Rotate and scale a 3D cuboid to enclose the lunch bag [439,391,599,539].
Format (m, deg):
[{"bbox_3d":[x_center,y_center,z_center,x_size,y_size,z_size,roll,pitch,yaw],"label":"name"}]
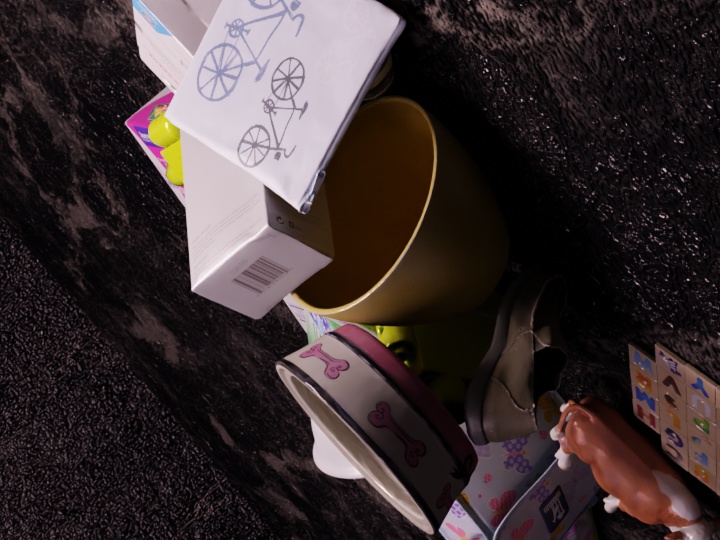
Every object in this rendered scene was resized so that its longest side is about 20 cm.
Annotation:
[{"bbox_3d":[0.148,0.201,1.814,0.201,0.169,0.127,52,159,-11],"label":"lunch bag"}]

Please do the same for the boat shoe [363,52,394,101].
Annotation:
[{"bbox_3d":[-0.020,-0.184,1.544,0.065,0.073,0.200,52,173,-34],"label":"boat shoe"}]

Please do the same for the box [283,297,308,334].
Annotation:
[{"bbox_3d":[-0.011,0.002,1.866,0.183,0.105,0.201,18,146,58],"label":"box"}]

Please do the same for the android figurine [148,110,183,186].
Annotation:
[{"bbox_3d":[-0.140,-0.086,1.769,0.183,0.041,0.200,54,162,-10],"label":"android figurine"}]

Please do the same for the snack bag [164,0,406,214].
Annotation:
[{"bbox_3d":[-0.062,-0.171,1.490,0.199,0.190,0.021,35,-170,37],"label":"snack bag"}]

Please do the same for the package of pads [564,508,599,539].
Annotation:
[{"bbox_3d":[0.200,0.274,2.025,0.154,0.068,0.201,38,162,33],"label":"package of pads"}]

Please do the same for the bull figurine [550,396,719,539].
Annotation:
[{"bbox_3d":[0.261,0.199,1.703,0.200,0.065,0.121,50,160,-7],"label":"bull figurine"}]

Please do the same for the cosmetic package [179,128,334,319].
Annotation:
[{"bbox_3d":[-0.094,-0.074,1.568,0.081,0.201,0.113,26,132,-35],"label":"cosmetic package"}]

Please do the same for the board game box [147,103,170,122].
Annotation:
[{"bbox_3d":[-0.126,-0.138,1.784,0.104,0.024,0.199,28,168,-32],"label":"board game box"}]

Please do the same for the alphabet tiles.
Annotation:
[{"bbox_3d":[0.304,0.143,1.574,0.166,0.006,0.201,37,161,29],"label":"alphabet tiles"}]

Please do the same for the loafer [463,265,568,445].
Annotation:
[{"bbox_3d":[0.149,0.076,1.528,0.069,0.201,0.076,4,135,23],"label":"loafer"}]

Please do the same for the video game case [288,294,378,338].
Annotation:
[{"bbox_3d":[0.000,0.000,1.695,0.199,0.144,0.018,30,133,-29],"label":"video game case"}]

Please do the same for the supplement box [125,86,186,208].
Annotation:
[{"bbox_3d":[-0.154,-0.114,1.966,0.201,0.103,0.101,56,162,-23],"label":"supplement box"}]

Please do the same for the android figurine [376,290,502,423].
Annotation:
[{"bbox_3d":[0.093,0.064,1.650,0.041,0.180,0.201,-56,30,37],"label":"android figurine"}]

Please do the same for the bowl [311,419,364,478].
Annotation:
[{"bbox_3d":[0.024,0.132,1.940,0.201,0.200,0.091,19,137,58],"label":"bowl"}]

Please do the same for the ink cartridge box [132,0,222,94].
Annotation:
[{"bbox_3d":[-0.165,-0.227,1.780,0.116,0.067,0.200,46,169,4],"label":"ink cartridge box"}]

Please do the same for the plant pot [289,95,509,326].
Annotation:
[{"bbox_3d":[0.047,-0.031,1.552,0.141,0.202,0.199,27,177,-35],"label":"plant pot"}]

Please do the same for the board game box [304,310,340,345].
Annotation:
[{"bbox_3d":[-0.014,0.087,1.776,0.135,0.029,0.200,57,168,23],"label":"board game box"}]

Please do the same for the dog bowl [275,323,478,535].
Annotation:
[{"bbox_3d":[0.020,0.129,1.521,0.200,0.074,0.200,45,170,10],"label":"dog bowl"}]
